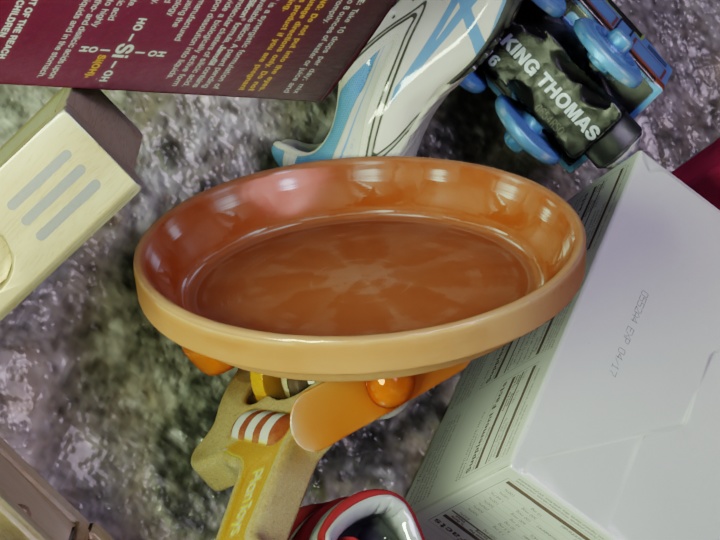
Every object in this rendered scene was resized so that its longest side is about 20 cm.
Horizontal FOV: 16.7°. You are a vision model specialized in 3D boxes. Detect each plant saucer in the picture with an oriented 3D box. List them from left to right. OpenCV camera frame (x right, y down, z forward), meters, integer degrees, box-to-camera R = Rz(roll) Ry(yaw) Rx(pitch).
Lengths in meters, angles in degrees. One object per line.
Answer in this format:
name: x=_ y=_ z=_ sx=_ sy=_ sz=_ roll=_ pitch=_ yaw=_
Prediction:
plant saucer: x=0.000 y=0.000 z=1.081 sx=0.200 sy=0.200 sz=0.033 roll=-24 pitch=122 yaw=-39

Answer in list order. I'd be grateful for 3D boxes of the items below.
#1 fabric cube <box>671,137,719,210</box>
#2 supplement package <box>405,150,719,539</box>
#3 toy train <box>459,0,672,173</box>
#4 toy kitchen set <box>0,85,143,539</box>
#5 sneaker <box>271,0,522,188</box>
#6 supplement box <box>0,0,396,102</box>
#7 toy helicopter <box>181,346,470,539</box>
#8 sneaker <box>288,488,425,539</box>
fabric cube: x=0.305 y=-0.022 z=1.328 sx=0.200 sy=0.199 sz=0.197 roll=-35 pitch=93 yaw=-39
supplement package: x=0.137 y=0.076 z=1.219 sx=0.155 sy=0.111 sz=0.201 roll=36 pitch=56 yaw=-14
toy train: x=0.075 y=-0.136 z=1.269 sx=0.200 sy=0.087 sz=0.114 roll=46 pitch=19 yaw=-3
toy kitchen set: x=-0.112 y=0.068 z=0.962 sx=0.200 sy=0.180 sz=0.163 roll=46 pitch=10 yaw=-13
sneaker: x=0.028 y=-0.114 z=1.183 sx=0.072 sy=0.200 sz=0.072 roll=34 pitch=13 yaw=-1
supplement box: x=-0.094 y=-0.138 z=0.975 sx=0.199 sy=0.086 sz=0.111 roll=1 pitch=53 yaw=-35
toy helicopter: x=-0.026 y=0.078 z=1.067 sx=0.079 sy=0.132 sz=0.201 roll=48 pitch=39 yaw=-26
sneaker: x=-0.029 y=0.184 z=1.060 sx=0.071 sy=0.112 sz=0.201 roll=30 pitch=58 yaw=-24
